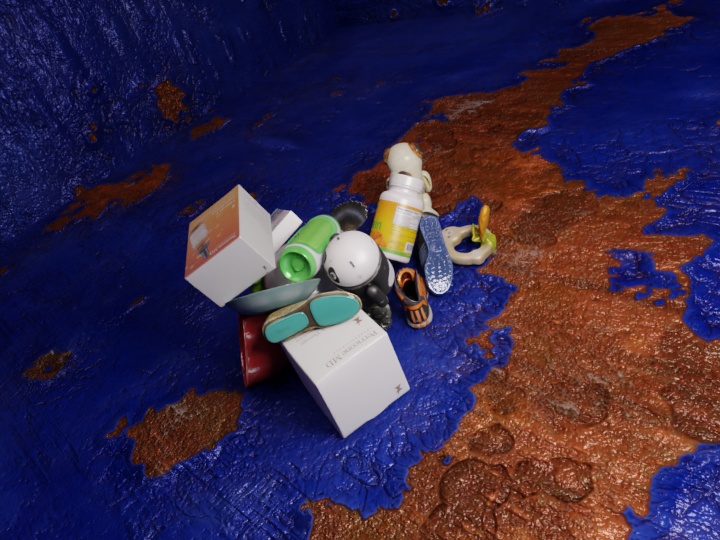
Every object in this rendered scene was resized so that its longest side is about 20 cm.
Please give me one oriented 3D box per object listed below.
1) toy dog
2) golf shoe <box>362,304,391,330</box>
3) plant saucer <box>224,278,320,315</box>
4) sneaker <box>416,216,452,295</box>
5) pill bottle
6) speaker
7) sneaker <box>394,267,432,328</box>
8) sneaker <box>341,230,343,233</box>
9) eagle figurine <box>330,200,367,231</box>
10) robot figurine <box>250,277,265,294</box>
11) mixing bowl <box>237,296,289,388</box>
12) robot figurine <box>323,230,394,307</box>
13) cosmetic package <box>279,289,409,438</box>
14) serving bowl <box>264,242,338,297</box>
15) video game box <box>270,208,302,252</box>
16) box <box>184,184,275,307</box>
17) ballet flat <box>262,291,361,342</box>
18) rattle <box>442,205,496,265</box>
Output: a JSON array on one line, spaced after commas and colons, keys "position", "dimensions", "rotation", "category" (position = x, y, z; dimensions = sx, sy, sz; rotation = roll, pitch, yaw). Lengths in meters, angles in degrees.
[{"position": [0.116, -0.243, 1.561], "dimensions": [0.138, 0.193, 0.202], "rotation": [-11, 74, 29], "category": "toy dog"}, {"position": [-0.025, 0.112, 1.323], "dimensions": [0.198, 0.078, 0.095], "rotation": [-9, 25, 9], "category": "golf shoe"}, {"position": [-0.172, 0.059, 1.163], "dimensions": [0.199, 0.039, 0.201], "rotation": [-15, -4, -1], "category": "plant saucer"}, {"position": [0.175, -0.026, 1.375], "dimensions": [0.069, 0.078, 0.202], "rotation": [-4, 66, -1], "category": "sneaker"}, {"position": [0.090, -0.128, 1.406], "dimensions": [0.111, 0.111, 0.202], "rotation": [17, 94, 43], "category": "pill bottle"}, {"position": [-0.105, -0.051, 1.244], "dimensions": [0.088, 0.089, 0.200], "rotation": [-8, 24, 20], "category": "speaker"}, {"position": [0.114, 0.028, 1.309], "dimensions": [0.077, 0.113, 0.201], "rotation": [-20, 35, 2], "category": "sneaker"}, {"position": [-0.031, -0.038, 1.421], "dimensions": [0.071, 0.200, 0.073], "rotation": [-49, 7, 8], "category": "sneaker"}, {"position": [-0.044, -0.069, 1.512], "dimensions": [0.151, 0.152, 0.200], "rotation": [43, 83, 9], "category": "eagle figurine"}, {"position": [-0.216, 0.048, 1.440], "dimensions": [0.114, 0.176, 0.202], "rotation": [-7, 59, 2], "category": "robot figurine"}, {"position": [-0.212, 0.153, 1.288], "dimensions": [0.107, 0.202, 0.200], "rotation": [-5, 31, -16], "category": "mixing bowl"}, {"position": [-0.002, 0.000, 1.220], "dimensions": [0.149, 0.200, 0.126], "rotation": [10, 71, 24], "category": "robot figurine"}, {"position": [-0.038, 0.179, 1.147], "dimensions": [0.167, 0.167, 0.200], "rotation": [-33, 36, -15], "category": "cosmetic package"}, {"position": [-0.124, -0.001, 1.330], "dimensions": [0.198, 0.066, 0.201], "rotation": [3, 53, -3], "category": "serving bowl"}, {"position": [-0.238, -0.061, 1.398], "dimensions": [0.200, 0.047, 0.182], "rotation": [-49, 21, -6], "category": "video game box"}, {"position": [-0.272, -0.054, 1.204], "dimensions": [0.152, 0.106, 0.201], "rotation": [-35, 37, 14], "category": "box"}, {"position": [-0.095, 0.080, 1.113], "dimensions": [0.198, 0.071, 0.071], "rotation": [-21, 34, 3], "category": "ballet flat"}, {"position": [0.222, -0.097, 1.401], "dimensions": [0.199, 0.143, 0.131], "rotation": [25, 76, 39], "category": "rattle"}]
